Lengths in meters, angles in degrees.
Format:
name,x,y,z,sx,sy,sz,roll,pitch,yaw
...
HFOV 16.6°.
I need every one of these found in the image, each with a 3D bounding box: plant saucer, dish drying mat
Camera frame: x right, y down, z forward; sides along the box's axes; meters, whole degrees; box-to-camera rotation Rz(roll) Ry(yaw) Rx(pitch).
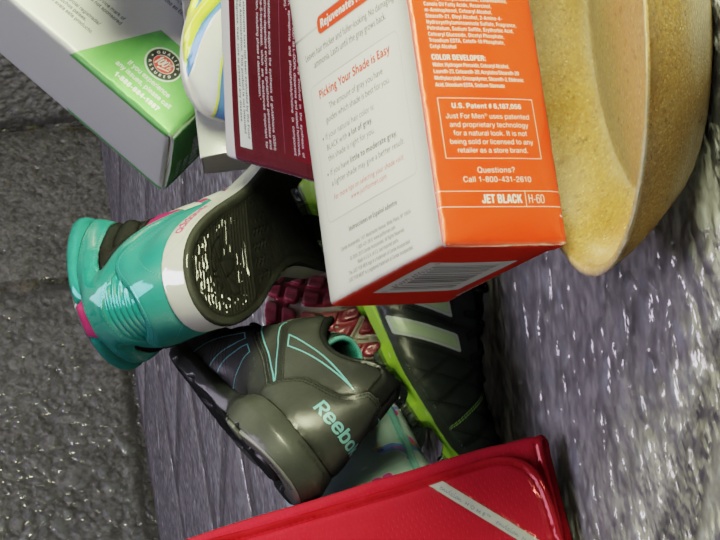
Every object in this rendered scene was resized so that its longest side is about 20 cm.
name,x,y,z,sx,sy,sz,roll,pitch,yaw
plant saucer,0.095,-0.099,0.937,0.200,0.035,0.201,174,90,-80
dish drying mat,0.002,0.140,1.167,0.018,0.200,0.077,21,-127,-68

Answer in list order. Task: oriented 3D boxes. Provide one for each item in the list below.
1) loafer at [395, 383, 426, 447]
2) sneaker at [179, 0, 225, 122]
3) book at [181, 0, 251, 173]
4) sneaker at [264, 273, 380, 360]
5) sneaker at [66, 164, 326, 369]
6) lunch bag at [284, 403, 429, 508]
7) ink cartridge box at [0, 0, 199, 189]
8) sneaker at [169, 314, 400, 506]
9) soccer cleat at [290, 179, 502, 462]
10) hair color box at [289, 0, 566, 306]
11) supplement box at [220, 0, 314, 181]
name,x,y,z,sx,sy,sz,roll,pitch,yaw
loafer,-0.020,0.025,1.483,0.063,0.072,0.200,-25,76,45
sneaker,-0.021,-0.152,1.267,0.200,0.076,0.105,-60,34,14
book,-0.035,-0.158,1.376,0.048,0.133,0.200,95,167,-71
sneaker,0.000,0.000,1.396,0.075,0.080,0.200,80,-161,-46
sneaker,-0.089,-0.005,1.296,0.200,0.121,0.084,-32,-74,-61
lunch bag,0.022,0.165,1.282,0.200,0.077,0.161,-116,3,-70
ink cartridge box,-0.098,-0.171,1.438,0.146,0.200,0.084,41,159,10
sneaker,-0.037,0.061,1.271,0.075,0.079,0.200,53,172,-24
soccer cleat,0.038,0.017,1.259,0.200,0.081,0.068,63,179,2
hair color box,0.021,-0.094,1.011,0.101,0.061,0.200,-27,68,59
supplement box,0.010,-0.094,1.151,0.200,0.061,0.109,19,115,54
